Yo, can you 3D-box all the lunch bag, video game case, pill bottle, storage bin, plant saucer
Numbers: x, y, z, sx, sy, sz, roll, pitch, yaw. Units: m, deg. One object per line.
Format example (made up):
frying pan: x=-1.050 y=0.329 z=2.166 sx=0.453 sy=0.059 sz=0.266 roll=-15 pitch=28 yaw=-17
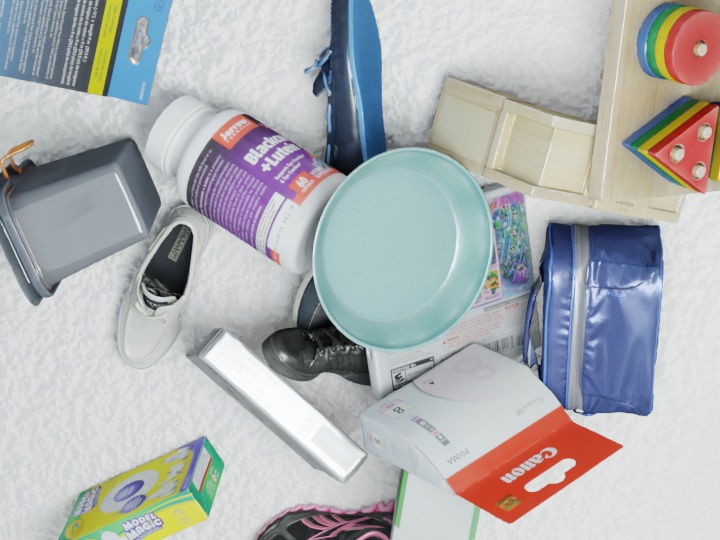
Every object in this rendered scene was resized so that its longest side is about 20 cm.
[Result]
lunch bag: x=0.231 y=0.053 z=1.600 sx=0.132 sy=0.136 sz=0.200 roll=4 pitch=110 yaw=7
video game case: x=0.089 y=0.019 z=1.609 sx=0.200 sy=0.024 sz=0.182 roll=-17 pitch=109 yaw=-26
pill bottle: x=-0.114 y=-0.093 z=1.598 sx=0.200 sy=0.111 sz=0.112 roll=32 pitch=111 yaw=16
storage bin: x=-0.286 y=-0.072 z=1.612 sx=0.134 sy=0.200 sz=0.146 roll=-22 pitch=104 yaw=3
plant saucer: x=0.036 y=-0.022 z=1.535 sx=0.200 sy=0.036 sz=0.200 roll=-7 pitch=105 yaw=-28

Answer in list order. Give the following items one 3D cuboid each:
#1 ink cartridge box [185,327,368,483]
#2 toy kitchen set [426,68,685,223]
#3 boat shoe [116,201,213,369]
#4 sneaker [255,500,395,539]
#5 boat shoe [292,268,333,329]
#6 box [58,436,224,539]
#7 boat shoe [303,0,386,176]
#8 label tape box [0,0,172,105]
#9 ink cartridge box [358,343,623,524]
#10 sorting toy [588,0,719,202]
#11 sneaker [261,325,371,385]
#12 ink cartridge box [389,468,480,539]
ink cartridge box: x=-0.092 y=0.140 z=1.674 sx=0.200 sy=0.174 sz=0.044 roll=42 pitch=82 yaw=-7
toy kitchen set: x=0.213 y=-0.158 z=1.569 sx=0.200 sy=0.180 sz=0.163 roll=8 pitch=103 yaw=-36
boat shoe: x=-0.212 y=0.024 z=1.690 sx=0.072 sy=0.066 sz=0.200 roll=29 pitch=110 yaw=-2
sneaker: x=-0.029 y=0.306 z=1.744 sx=0.200 sy=0.095 sz=0.079 roll=-12 pitch=108 yaw=13
boat shoe: x=0.000 y=0.000 z=1.646 sx=0.062 sy=0.075 sz=0.200 roll=43 pitch=106 yaw=32
box: x=-0.252 y=0.263 z=1.748 sx=0.200 sy=0.117 sz=0.048 roll=-27 pitch=109 yaw=16
boat shoe: x=-0.021 y=-0.182 z=1.583 sx=0.069 sy=0.084 sz=0.200 roll=2 pitch=98 yaw=26
label tape box: x=-0.296 y=-0.259 z=1.591 sx=0.200 sy=0.063 sz=0.144 roll=11 pitch=121 yaw=-14
ink cartridge box: x=0.123 y=0.150 z=1.514 sx=0.200 sy=0.162 sz=0.057 roll=18 pitch=127 yaw=48
sorting toy: x=0.321 y=-0.163 z=1.487 sx=0.199 sy=0.070 sz=0.200 roll=-7 pitch=111 yaw=-33
sneaker: x=0.001 y=0.068 z=1.631 sx=0.104 sy=0.200 sz=0.060 roll=-43 pitch=54 yaw=31
ink cartridge box: x=0.081 y=0.221 z=1.644 sx=0.084 sy=0.200 sz=0.146 roll=9 pitch=109 yaw=2
